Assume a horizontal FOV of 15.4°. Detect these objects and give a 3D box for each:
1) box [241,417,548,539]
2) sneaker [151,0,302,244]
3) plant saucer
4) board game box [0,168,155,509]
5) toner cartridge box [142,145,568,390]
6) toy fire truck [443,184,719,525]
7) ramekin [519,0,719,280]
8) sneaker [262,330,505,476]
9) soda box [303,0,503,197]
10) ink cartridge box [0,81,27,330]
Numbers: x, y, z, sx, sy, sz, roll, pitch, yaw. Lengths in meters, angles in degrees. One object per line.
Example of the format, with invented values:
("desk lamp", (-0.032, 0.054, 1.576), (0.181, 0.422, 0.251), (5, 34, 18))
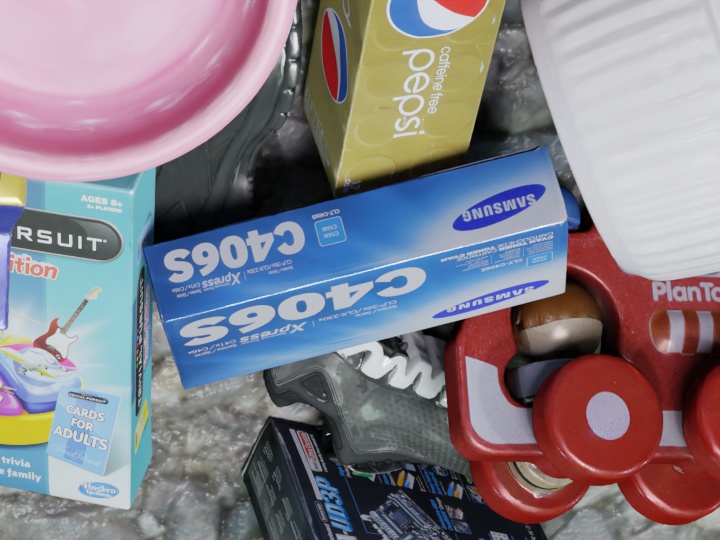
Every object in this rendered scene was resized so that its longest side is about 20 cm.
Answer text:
("box", (0.035, 0.166, 1.417), (0.158, 0.200, 0.046), (13, 119, -25))
("sneaker", (-0.082, -0.083, 1.274), (0.090, 0.076, 0.200), (10, 122, -13))
("plant saucer", (-0.125, -0.138, 1.136), (0.200, 0.051, 0.201), (-1, 116, -2))
("board game box", (-0.179, 0.017, 1.304), (0.150, 0.047, 0.201), (9, 128, 7))
("toner cartridge box", (0.000, 0.000, 1.293), (0.199, 0.043, 0.095), (-15, 159, -2))
("toy fire truck", (0.137, 0.039, 1.382), (0.199, 0.169, 0.112), (3, 161, -18))
("ramekin", (0.149, -0.090, 1.255), (0.105, 0.201, 0.200), (-18, 131, 13))
("sneaker", (0.027, 0.078, 1.437), (0.200, 0.067, 0.090), (34, 116, -31))
("soda box", (0.023, -0.125, 1.234), (0.067, 0.064, 0.200), (-8, 144, -16))
("ink cartridge box", (-0.246, -0.076, 1.180), (0.197, 0.047, 0.201), (2, 87, -18))
